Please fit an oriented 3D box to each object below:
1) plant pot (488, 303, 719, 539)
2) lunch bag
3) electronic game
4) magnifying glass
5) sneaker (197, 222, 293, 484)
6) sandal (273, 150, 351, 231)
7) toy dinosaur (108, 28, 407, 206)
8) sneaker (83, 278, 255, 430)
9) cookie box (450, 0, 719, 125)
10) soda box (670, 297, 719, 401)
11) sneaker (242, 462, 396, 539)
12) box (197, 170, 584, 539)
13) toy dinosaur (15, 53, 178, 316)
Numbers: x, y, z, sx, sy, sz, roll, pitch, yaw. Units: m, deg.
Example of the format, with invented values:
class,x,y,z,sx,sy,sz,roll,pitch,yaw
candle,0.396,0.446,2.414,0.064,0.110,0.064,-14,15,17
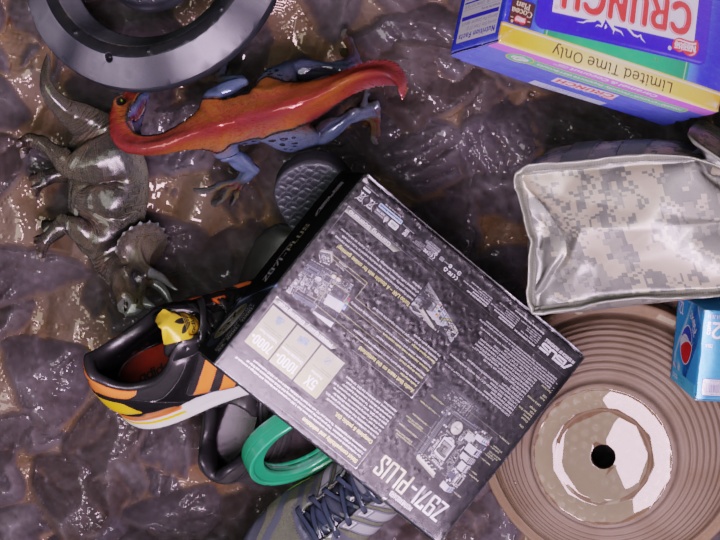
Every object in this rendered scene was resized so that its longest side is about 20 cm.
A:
class,x,y,z,sx,sy,sz,roll,pitch,yaw
plant pot,0.178,0.122,1.675,0.200,0.093,0.201,2,98,12
lunch bag,0.215,-0.039,1.607,0.200,0.164,0.118,-5,97,13
electronic game,-0.147,-0.223,1.703,0.200,0.042,0.200,-4,74,15
magnifying glass,0.007,0.097,1.709,0.200,0.080,0.022,-25,58,-5
sneaker,-0.072,0.065,1.725,0.076,0.091,0.200,13,99,13
sandal,0.000,-0.001,1.706,0.076,0.043,0.200,-15,115,12
toy dinosaur,-0.084,-0.122,1.678,0.181,0.200,0.105,-12,78,-17
sneaker,-0.099,0.046,1.649,0.200,0.090,0.070,-26,63,12
cookie box,0.168,-0.217,1.576,0.171,0.075,0.200,15,81,-21
soda box,0.317,0.056,1.615,0.200,0.068,0.064,4,99,-8
sneaker,-0.003,0.156,1.691,0.200,0.081,0.074,-36,74,-11
box,0.020,0.057,1.603,0.200,0.086,0.164,39,86,-11
toy dinosaur,-0.195,-0.062,1.755,0.102,0.077,0.200,-9,90,2
